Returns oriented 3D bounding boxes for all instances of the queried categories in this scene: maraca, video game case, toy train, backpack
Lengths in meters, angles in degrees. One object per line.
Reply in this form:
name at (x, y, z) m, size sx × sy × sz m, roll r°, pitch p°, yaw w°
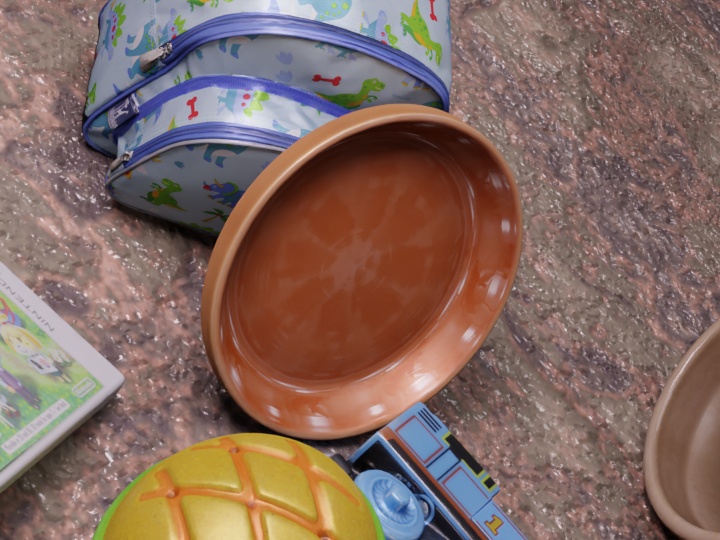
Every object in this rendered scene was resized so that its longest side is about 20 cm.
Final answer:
maraca at (-0.075, 0.153, 1.043) m, size 0.137 × 0.107 × 0.199 m, roll 38°, pitch 53°, yaw 25°
video game case at (-0.217, 0.025, 1.055) m, size 0.182 × 0.022 × 0.200 m, roll 43°, pitch 19°, yaw 1°
toy train at (0.050, 0.169, 1.149) m, size 0.200 × 0.087 × 0.114 m, roll 47°, pitch 33°, yaw 7°
backpack at (-0.046, -0.104, 1.229) m, size 0.182 × 0.200 × 0.148 m, roll 18°, pitch 60°, yaw -29°

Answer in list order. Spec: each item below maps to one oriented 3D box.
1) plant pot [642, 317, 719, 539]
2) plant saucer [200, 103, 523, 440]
plant pot at (0.303, 0.128, 1.343) m, size 0.174 × 0.199 × 0.201 m, roll 41°, pitch 34°, yaw -31°
plant saucer at (0.000, 0.000, 1.186) m, size 0.199 × 0.202 × 0.032 m, roll 5°, pitch 24°, yaw -37°
